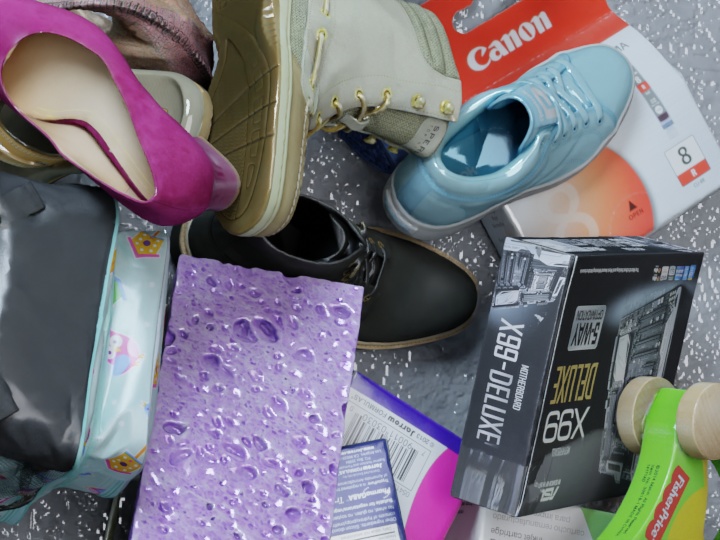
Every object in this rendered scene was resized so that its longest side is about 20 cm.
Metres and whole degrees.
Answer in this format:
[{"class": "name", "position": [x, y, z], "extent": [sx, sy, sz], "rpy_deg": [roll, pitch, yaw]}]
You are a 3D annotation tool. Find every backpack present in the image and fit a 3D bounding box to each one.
[{"class": "backpack", "position": [-0.193, 0.051, 1.609], "extent": [0.153, 0.200, 0.177], "rpy_deg": [13, 67, -25]}]

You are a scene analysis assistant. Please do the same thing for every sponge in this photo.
[{"class": "sponge", "position": [-0.064, 0.091, 1.625], "extent": [0.111, 0.030, 0.201], "rpy_deg": [11, 58, -6]}]

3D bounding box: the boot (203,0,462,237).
[{"class": "boot", "position": [-0.013, -0.091, 1.658], "extent": [0.154, 0.072, 0.201], "rpy_deg": [24, 53, -36]}]

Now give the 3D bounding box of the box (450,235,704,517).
[{"class": "box", "position": [0.133, 0.060, 1.747], "extent": [0.200, 0.050, 0.159], "rpy_deg": [0, 104, -62]}]

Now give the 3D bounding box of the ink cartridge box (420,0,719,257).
[{"class": "ink cartridge box", "position": [0.129, -0.105, 1.845], "extent": [0.162, 0.050, 0.201], "rpy_deg": [-32, 100, -23]}]

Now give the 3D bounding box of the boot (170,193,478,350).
[{"class": "boot", "position": [0.000, 0.000, 1.729], "extent": [0.199, 0.138, 0.078], "rpy_deg": [9, 81, -23]}]

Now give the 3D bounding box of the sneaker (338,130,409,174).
[{"class": "sneaker", "position": [-0.012, -0.159, 1.780], "extent": [0.078, 0.070, 0.201], "rpy_deg": [-36, 98, -17]}]

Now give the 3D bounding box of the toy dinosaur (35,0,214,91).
[{"class": "toy dinosaur", "position": [-0.110, -0.129, 1.693], "extent": [0.086, 0.200, 0.136], "rpy_deg": [-49, 63, 5]}]

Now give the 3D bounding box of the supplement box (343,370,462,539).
[{"class": "supplement box", "position": [-0.027, 0.174, 1.719], "extent": [0.101, 0.103, 0.201], "rpy_deg": [33, 72, -16]}]

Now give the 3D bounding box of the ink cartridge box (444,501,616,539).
[{"class": "ink cartridge box", "position": [0.107, 0.245, 1.777], "extent": [0.145, 0.084, 0.201], "rpy_deg": [12, 79, -22]}]

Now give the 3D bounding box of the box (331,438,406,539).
[{"class": "box", "position": [-0.023, 0.205, 1.640], "extent": [0.120, 0.032, 0.201], "rpy_deg": [-9, 81, -18]}]

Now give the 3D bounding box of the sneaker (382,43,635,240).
[{"class": "sneaker", "position": [0.106, -0.087, 1.772], "extent": [0.200, 0.082, 0.074], "rpy_deg": [-37, 86, -29]}]

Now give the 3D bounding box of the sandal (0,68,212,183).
[{"class": "sandal", "position": [-0.177, -0.084, 1.645], "extent": [0.054, 0.199, 0.081], "rpy_deg": [23, 68, -57]}]

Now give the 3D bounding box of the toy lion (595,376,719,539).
[{"class": "toy lion", "position": [0.198, 0.193, 1.747], "extent": [0.192, 0.068, 0.201], "rpy_deg": [47, 60, -36]}]

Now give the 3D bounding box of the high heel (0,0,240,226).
[{"class": "high heel", "position": [-0.157, -0.094, 1.563], "extent": [0.199, 0.096, 0.068], "rpy_deg": [31, 102, 17]}]

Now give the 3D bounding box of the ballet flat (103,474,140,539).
[{"class": "ballet flat", "position": [-0.104, 0.124, 1.716], "extent": [0.067, 0.067, 0.201], "rpy_deg": [27, 75, 4]}]
